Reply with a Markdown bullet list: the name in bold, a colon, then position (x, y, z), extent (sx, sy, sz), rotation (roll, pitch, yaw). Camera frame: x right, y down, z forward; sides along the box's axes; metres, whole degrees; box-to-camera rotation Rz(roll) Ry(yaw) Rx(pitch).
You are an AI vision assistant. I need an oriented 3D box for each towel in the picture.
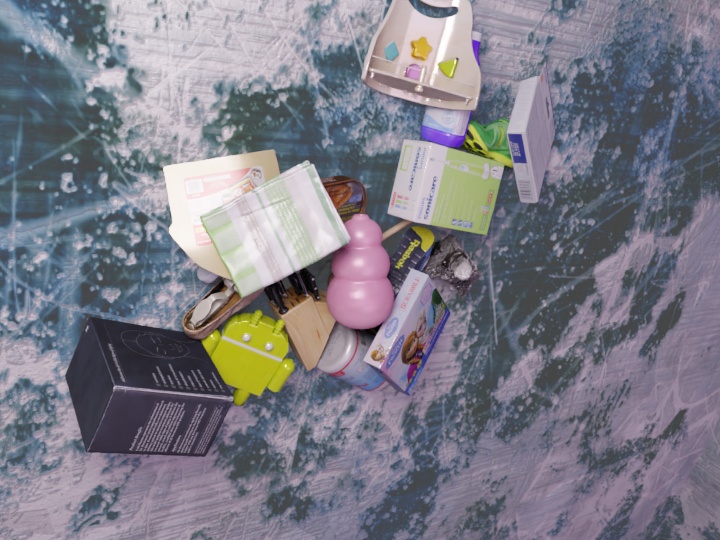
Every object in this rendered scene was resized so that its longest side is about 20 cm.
- **towel**: position (-0.130, -0.065, 1.020), extent (0.199, 0.031, 0.150), rotation (-29, 96, -12)

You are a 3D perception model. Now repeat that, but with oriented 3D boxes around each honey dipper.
- **honey dipper**: position (0.063, -0.080, 1.280), extent (0.200, 0.038, 0.038), rotation (-35, 130, -18)

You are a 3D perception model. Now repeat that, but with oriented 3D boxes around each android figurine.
- **android figurine**: position (-0.210, 0.159, 1.194), extent (0.181, 0.041, 0.200), rotation (27, 110, -22)

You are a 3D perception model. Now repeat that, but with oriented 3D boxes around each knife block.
- **knife block**: position (-0.133, 0.082, 1.219), extent (0.175, 0.064, 0.201), rotation (12, 109, -37)

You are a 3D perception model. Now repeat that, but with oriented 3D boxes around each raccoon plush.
- **raccoon plush**: position (0.205, 0.018, 1.331), extent (0.097, 0.200, 0.134), rotation (-41, 113, 15)

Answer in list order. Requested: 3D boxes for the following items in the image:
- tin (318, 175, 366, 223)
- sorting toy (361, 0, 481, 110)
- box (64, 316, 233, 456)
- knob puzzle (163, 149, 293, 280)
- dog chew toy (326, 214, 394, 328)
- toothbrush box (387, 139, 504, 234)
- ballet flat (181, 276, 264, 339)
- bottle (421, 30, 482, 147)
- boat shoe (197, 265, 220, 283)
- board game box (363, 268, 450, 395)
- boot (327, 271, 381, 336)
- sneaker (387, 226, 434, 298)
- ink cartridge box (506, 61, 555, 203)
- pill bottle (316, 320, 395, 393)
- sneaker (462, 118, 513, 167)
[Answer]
- **tin**: position (-0.067, -0.105, 1.139), extent (0.200, 0.042, 0.113), rotation (-18, 123, -46)
- **sorting toy**: position (0.108, -0.378, 1.086), extent (0.199, 0.107, 0.181), rotation (12, 97, -13)
- **box**: position (-0.343, 0.187, 1.047), extent (0.196, 0.200, 0.124), rotation (18, 106, -39)
- **knob puzzle**: position (-0.203, -0.079, 1.034), extent (0.218, 0.030, 0.221), rotation (0, 90, -14)
- **dog chew toy**: position (0.000, 0.000, 1.169), extent (0.124, 0.124, 0.201), rotation (-7, 104, -31)
- **toothbrush box**: position (0.166, -0.158, 1.251), extent (0.199, 0.086, 0.146), rotation (6, 101, -38)
- **ballet flat**: position (-0.229, 0.043, 1.120), extent (0.200, 0.068, 0.067), rotation (-47, 162, -3)
- **bottle**: position (0.169, -0.327, 1.169), extent (0.065, 0.083, 0.201), rotation (-11, 120, -53)
- **boat shoe**: position (-0.194, -0.054, 1.099), extent (0.068, 0.072, 0.200), rotation (39, 84, -40)
- **board game box**: position (0.098, 0.127, 1.281), extent (0.201, 0.041, 0.200), rotation (-62, 150, -13)
- **boot**: position (0.006, 0.068, 1.296), extent (0.074, 0.075, 0.200), rotation (-43, 130, -7)
- **sneaker**: position (0.078, 0.005, 1.290), extent (0.200, 0.074, 0.082), rotation (-46, 160, -19)
- **ink cartridge box**: position (0.343, -0.274, 1.300), extent (0.201, 0.040, 0.200), rotation (-67, 148, -29)
- **pill bottle**: position (0.004, 0.186, 1.342), extent (0.200, 0.109, 0.109), rotation (33, 95, -41)
- **sneaker**: position (0.254, -0.265, 1.277), extent (0.200, 0.074, 0.084), rotation (12, 101, -50)
